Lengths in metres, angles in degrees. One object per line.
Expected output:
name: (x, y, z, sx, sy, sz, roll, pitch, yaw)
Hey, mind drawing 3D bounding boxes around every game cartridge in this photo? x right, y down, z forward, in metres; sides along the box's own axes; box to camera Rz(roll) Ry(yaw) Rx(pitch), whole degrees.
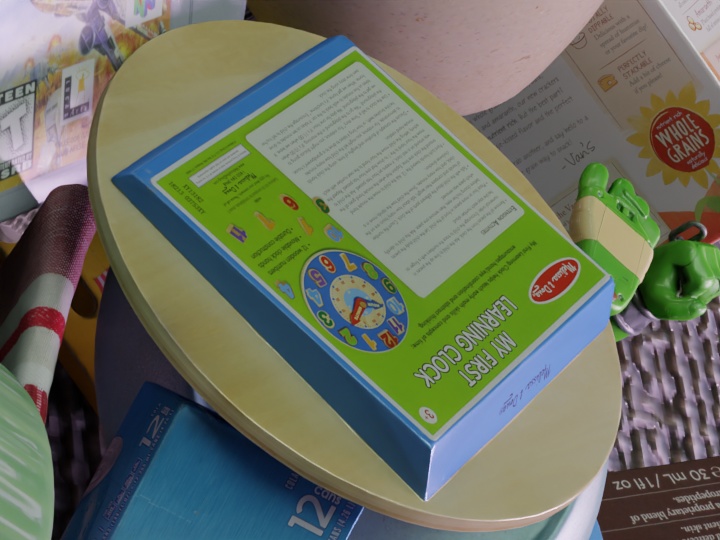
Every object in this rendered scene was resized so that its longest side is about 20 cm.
game cartridge: (-0.100, -0.088, 0.939, 0.041, 0.133, 0.200, 24, 29, 27)

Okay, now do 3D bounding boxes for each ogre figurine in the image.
ogre figurine: (0.038, 0.024, 1.140, 0.098, 0.120, 0.200, 56, 41, 0)

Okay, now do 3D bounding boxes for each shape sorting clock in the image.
shape sorting clock: (0.000, 0.000, 0.955, 0.200, 0.039, 0.200, 23, 37, -19)

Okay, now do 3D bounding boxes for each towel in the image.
towel: (-0.125, 0.088, 0.928, 0.023, 0.144, 0.200, 20, 53, -16)

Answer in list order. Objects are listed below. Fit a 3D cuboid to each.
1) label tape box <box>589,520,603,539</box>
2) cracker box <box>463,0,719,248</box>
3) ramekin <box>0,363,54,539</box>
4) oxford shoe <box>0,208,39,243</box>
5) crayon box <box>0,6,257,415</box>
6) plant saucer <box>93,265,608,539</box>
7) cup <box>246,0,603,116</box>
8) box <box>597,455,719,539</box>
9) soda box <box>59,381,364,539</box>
label tape box: (0.036, 0.180, 1.043, 0.143, 0.066, 0.200, 7, 59, -40)
cracker box: (0.083, -0.092, 1.239, 0.200, 0.134, 0.058, 54, 37, -6)
ramekin: (-0.178, 0.084, 0.845, 0.098, 0.200, 0.200, 35, 46, -34)
oxford shoe: (-0.121, -0.105, 0.986, 0.075, 0.058, 0.200, -38, 135, -50)
crayon box: (-0.079, -0.032, 1.112, 0.127, 0.051, 0.200, 56, 41, -2)
plant saucer: (0.006, 0.038, 1.009, 0.200, 0.027, 0.200, 9, 70, -27)
cup: (0.024, -0.142, 1.109, 0.200, 0.143, 0.200, 0, 42, 0)
box: (0.133, 0.169, 1.126, 0.100, 0.075, 0.200, -5, 51, -36)
soda box: (-0.079, 0.138, 0.915, 0.068, 0.064, 0.200, 29, 86, -15)
